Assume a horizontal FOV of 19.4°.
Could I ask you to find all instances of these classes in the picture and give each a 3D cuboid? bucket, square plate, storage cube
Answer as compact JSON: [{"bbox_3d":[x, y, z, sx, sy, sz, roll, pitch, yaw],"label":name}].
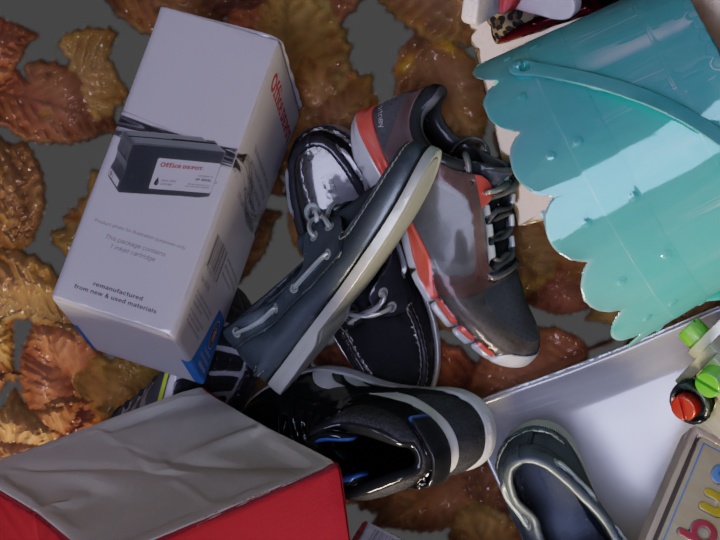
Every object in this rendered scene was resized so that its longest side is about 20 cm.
[{"bbox_3d":[0.174,-0.068,1.266,0.135,0.207,0.207,-29,94,12],"label":"bucket"},{"bbox_3d":[0.199,0.144,1.408,0.198,0.028,0.200,-23,95,12],"label":"square plate"},{"bbox_3d":[-0.116,0.200,1.318,0.200,0.171,0.180,-20,115,-29],"label":"storage cube"}]

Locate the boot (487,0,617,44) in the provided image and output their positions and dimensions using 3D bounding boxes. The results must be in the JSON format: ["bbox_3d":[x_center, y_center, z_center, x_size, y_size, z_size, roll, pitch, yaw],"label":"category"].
[{"bbox_3d":[0.138,-0.242,1.315,0.200,0.073,0.151,-21,83,17],"label":"boot"}]

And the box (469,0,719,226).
[{"bbox_3d":[0.180,-0.128,1.367,0.200,0.021,0.164,-13,97,12],"label":"box"}]

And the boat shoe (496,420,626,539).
[{"bbox_3d":[0.146,0.195,1.372,0.073,0.062,0.200,-26,94,13],"label":"boat shoe"}]

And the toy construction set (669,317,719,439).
[{"bbox_3d":[0.271,0.070,1.311,0.200,0.092,0.131,57,136,21],"label":"toy construction set"}]

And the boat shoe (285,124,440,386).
[{"bbox_3d":[0.000,0.000,1.401,0.074,0.060,0.200,-14,97,11],"label":"boat shoe"}]

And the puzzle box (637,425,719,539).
[{"bbox_3d":[0.229,0.211,1.326,0.133,0.025,0.200,27,65,0],"label":"puzzle box"}]

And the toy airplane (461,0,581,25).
[{"bbox_3d":[0.085,-0.239,1.225,0.200,0.141,0.199,-31,80,20],"label":"toy airplane"}]

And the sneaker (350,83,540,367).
[{"bbox_3d":[0.071,-0.031,1.369,0.082,0.077,0.200,-30,93,25],"label":"sneaker"}]

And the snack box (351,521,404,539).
[{"bbox_3d":[0.068,0.266,1.398,0.200,0.053,0.142,25,138,11],"label":"snack box"}]

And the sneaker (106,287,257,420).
[{"bbox_3d":[-0.134,0.097,1.435,0.081,0.074,0.200,20,86,45],"label":"sneaker"}]

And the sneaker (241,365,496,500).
[{"bbox_3d":[-0.023,0.106,1.367,0.200,0.112,0.073,-3,96,36],"label":"sneaker"}]

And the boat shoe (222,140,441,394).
[{"bbox_3d":[-0.020,-0.010,1.335,0.062,0.073,0.200,38,117,6],"label":"boat shoe"}]

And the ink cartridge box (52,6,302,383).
[{"bbox_3d":[-0.112,-0.045,1.337,0.084,0.145,0.200,17,77,7],"label":"ink cartridge box"}]
